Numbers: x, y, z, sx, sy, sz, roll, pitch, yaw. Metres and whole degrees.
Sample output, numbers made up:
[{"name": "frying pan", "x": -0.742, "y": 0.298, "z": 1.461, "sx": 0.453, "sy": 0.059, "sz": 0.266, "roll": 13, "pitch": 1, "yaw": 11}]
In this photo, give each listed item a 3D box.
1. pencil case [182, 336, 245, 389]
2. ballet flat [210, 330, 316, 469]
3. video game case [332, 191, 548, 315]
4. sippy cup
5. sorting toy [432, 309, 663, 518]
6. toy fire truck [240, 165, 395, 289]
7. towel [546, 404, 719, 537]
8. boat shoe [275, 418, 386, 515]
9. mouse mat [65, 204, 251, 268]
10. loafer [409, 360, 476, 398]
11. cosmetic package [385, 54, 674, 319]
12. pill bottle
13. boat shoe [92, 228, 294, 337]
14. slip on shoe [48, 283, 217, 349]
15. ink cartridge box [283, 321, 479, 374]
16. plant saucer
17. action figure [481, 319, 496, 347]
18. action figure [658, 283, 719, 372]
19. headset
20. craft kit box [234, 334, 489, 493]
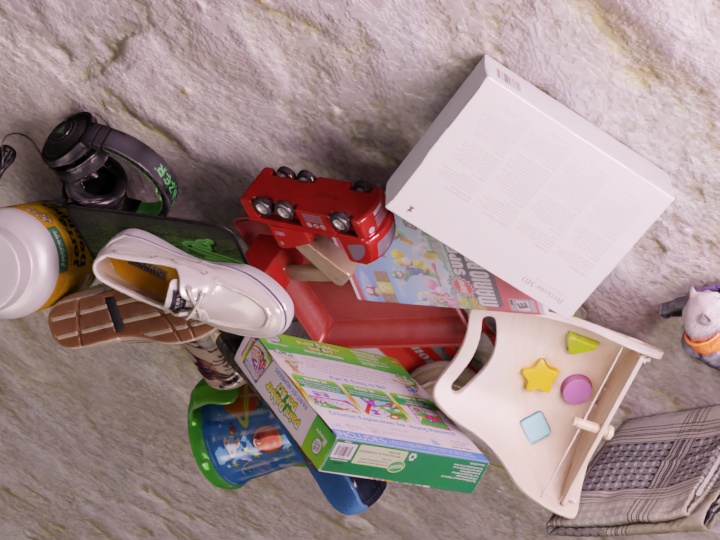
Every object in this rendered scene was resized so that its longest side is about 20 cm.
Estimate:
[{"name": "pencil case", "x": -0.171, "y": 0.044, "z": 1.777, "sx": 0.089, "sy": 0.078, "sz": 0.201, "roll": 31, "pitch": 158, "yaw": 44}, {"name": "ballet flat", "x": -0.095, "y": 0.125, "z": 1.712, "sx": 0.200, "sy": 0.066, "sz": 0.057, "roll": 48, "pitch": 120, "yaw": 8}, {"name": "video game case", "x": 0.069, "y": -0.017, "z": 1.548, "sx": 0.199, "sy": 0.018, "sz": 0.143, "roll": 5, "pitch": 140, "yaw": 26}, {"name": "sippy cup", "x": -0.112, "y": 0.178, "z": 1.919, "sx": 0.129, "sy": 0.178, "sz": 0.141, "roll": -11, "pitch": 93, "yaw": 25}, {"name": "sorting toy", "x": 0.172, "y": 0.110, "z": 1.625, "sx": 0.179, "sy": 0.107, "sz": 0.201, "roll": 23, "pitch": 113, "yaw": -4}, {"name": "toy fire truck", "x": -0.044, "y": -0.029, "z": 1.543, "sx": 0.199, "sy": 0.049, "sz": 0.141, "roll": 12, "pitch": 144, "yaw": 35}, {"name": "towel", "x": 0.301, "y": 0.198, "z": 1.653, "sx": 0.199, "sy": 0.192, "sz": 0.035, "roll": -11, "pitch": 112, "yaw": 43}, {"name": "boat shoe", "x": -0.040, "y": 0.166, "z": 1.782, "sx": 0.084, "sy": 0.068, "sz": 0.201, "roll": -23, "pitch": 92, "yaw": 47}, {"name": "mouse mat", "x": -0.188, "y": -0.003, "z": 1.646, "sx": 0.199, "sy": 0.008, "sz": 0.161, "roll": 7, "pitch": 143, "yaw": 26}, {"name": "loafer", "x": 0.058, "y": 0.167, "z": 1.797, "sx": 0.075, "sy": 0.069, "sz": 0.200, "roll": 29, "pitch": 133, "yaw": -23}, {"name": "cosmetic package", "x": 0.143, "y": -0.068, "z": 1.413, "sx": 0.199, "sy": 0.052, "sz": 0.151, "roll": 31, "pitch": 116, "yaw": -15}, {"name": "pill bottle", "x": -0.347, "y": -0.011, "z": 1.685, "sx": 0.112, "sy": 0.114, "sz": 0.200, "roll": 14, "pitch": -172, "yaw": 10}, {"name": "boat shoe", "x": -0.163, "y": 0.020, "z": 1.573, "sx": 0.199, "sy": 0.070, "sz": 0.071, "roll": 24, "pitch": 119, "yaw": 10}, {"name": "slip on shoe", "x": -0.219, "y": 0.040, "z": 1.672, "sx": 0.199, "sy": 0.061, "sz": 0.077, "roll": -11, "pitch": 100, "yaw": 23}, {"name": "ink cartridge box", "x": 0.018, "y": 0.110, "z": 1.808, "sx": 0.199, "sy": 0.050, "sz": 0.162, "roll": -10, "pitch": 137, "yaw": 44}, {"name": "plant saucer", "x": 0.000, "y": 0.000, "z": 1.655, "sx": 0.198, "sy": 0.037, "sz": 0.200, "roll": -3, "pitch": 136, "yaw": 33}, {"name": "action figure", "x": 0.178, "y": 0.139, "z": 1.720, "sx": 0.065, "sy": 0.100, "sz": 0.200, "roll": -8, "pitch": 140, "yaw": 39}, {"name": "action figure", "x": 0.373, "y": 0.065, "z": 1.494, "sx": 0.193, "sy": 0.105, "sz": 0.199, "roll": 27, "pitch": 151, "yaw": -28}, {"name": "headset", "x": -0.279, "y": -0.091, "z": 1.634, "sx": 0.199, "sy": 0.094, "sz": 0.124, "roll": 14, "pitch": 148, "yaw": 21}, {"name": "craft kit box", "x": 0.000, "y": 0.139, "z": 1.644, "sx": 0.199, "sy": 0.198, "sz": 0.049, "roll": 14, "pitch": 114, "yaw": -37}]
